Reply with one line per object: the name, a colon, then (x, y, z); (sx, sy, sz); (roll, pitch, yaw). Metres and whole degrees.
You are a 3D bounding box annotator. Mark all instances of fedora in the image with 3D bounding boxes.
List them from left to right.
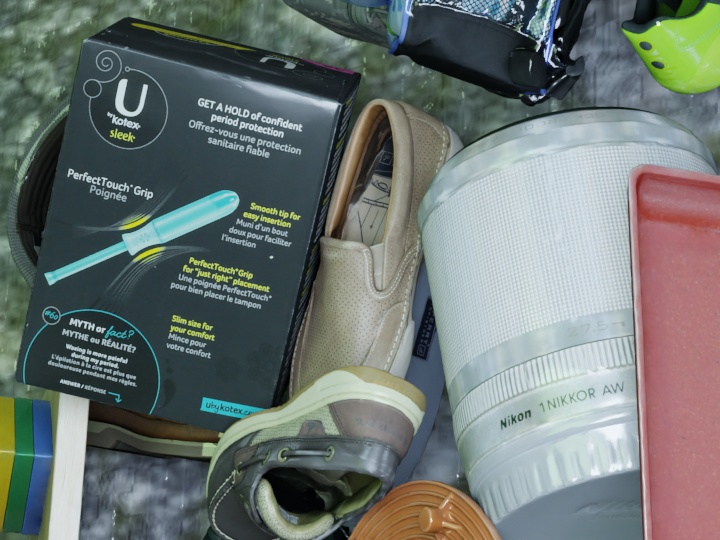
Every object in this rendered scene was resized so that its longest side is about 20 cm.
fedora: (-0.134, -0.047, 1.353); (0.199, 0.090, 0.178); (-32, 59, 23)

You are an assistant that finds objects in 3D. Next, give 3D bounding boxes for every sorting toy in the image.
sorting toy: (-0.218, 0.167, 1.301); (0.199, 0.069, 0.201); (139, 136, -73)

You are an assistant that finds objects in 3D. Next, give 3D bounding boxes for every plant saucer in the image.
plant saucer: (0.207, 0.061, 0.972); (0.037, 0.199, 0.201); (146, 127, -60)

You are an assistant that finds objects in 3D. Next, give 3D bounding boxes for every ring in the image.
ring: (0.023, 0.205, 1.042); (0.200, 0.019, 0.202); (-20, 66, 57)

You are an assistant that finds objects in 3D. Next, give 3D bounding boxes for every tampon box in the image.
tampon box: (-0.096, -0.028, 1.195); (0.149, 0.126, 0.201); (14, 104, 1)

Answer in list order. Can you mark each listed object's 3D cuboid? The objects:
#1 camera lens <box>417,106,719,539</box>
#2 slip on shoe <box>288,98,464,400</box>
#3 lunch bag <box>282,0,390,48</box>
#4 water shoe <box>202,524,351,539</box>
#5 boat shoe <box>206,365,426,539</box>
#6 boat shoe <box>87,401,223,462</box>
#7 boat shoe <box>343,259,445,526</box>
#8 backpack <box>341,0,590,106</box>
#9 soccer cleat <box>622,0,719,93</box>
camera lens: (0.119, 0.029, 1.063); (0.160, 0.160, 0.201); (-25, 62, 33)
slip on shoe: (0.000, 0.000, 1.162); (0.076, 0.061, 0.201); (13, 76, 41)
lunch bag: (0.066, -0.219, 1.208); (0.167, 0.139, 0.201); (19, 91, 26)
water shoe: (-0.024, 0.183, 1.202); (0.199, 0.071, 0.079); (24, 89, 41)
boat shoe: (-0.036, 0.113, 1.113); (0.200, 0.073, 0.065); (-45, 21, 52)
boat shoe: (-0.110, 0.085, 1.306); (0.199, 0.072, 0.068); (3, 80, 41)
boat shoe: (0.010, 0.050, 1.220); (0.065, 0.073, 0.201); (11, 74, 45)
backpack: (0.066, -0.200, 1.048); (0.146, 0.183, 0.201); (20, 93, -1)
soccer cleat: (0.188, -0.191, 1.099); (0.067, 0.081, 0.201); (0, 65, 40)
